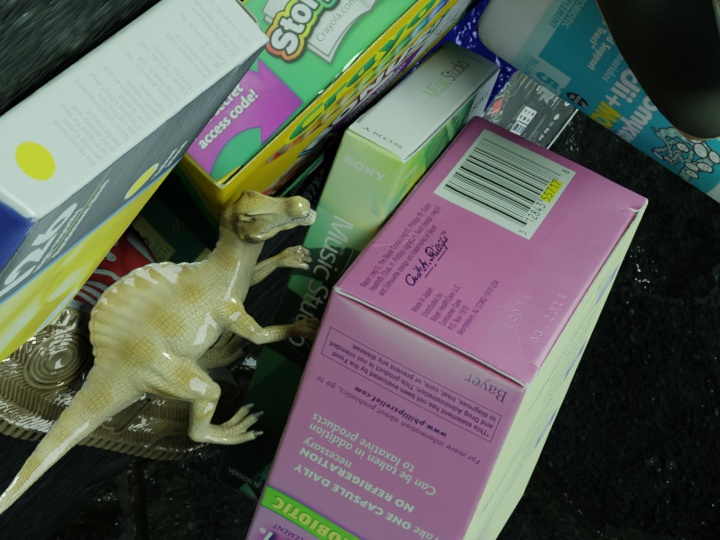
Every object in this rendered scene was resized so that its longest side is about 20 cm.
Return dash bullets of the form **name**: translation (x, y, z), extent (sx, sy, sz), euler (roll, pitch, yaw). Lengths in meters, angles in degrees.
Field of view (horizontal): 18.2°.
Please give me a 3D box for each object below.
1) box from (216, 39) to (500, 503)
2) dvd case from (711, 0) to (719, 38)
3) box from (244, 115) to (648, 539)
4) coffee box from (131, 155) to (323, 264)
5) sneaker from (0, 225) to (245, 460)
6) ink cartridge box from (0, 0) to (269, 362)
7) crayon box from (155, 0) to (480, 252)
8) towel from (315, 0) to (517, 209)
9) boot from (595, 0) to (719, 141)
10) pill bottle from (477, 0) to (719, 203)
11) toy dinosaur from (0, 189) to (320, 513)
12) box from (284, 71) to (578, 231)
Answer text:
- **box**: translation (0.000, 0.000, 1.088), extent (0.144, 0.036, 0.201), euler (-47, 160, -59)
- **dvd case**: translation (0.171, -0.176, 0.922), extent (0.017, 0.201, 0.142), euler (-14, 177, 38)
- **box**: translation (0.035, 0.061, 1.054), extent (0.176, 0.096, 0.201), euler (-51, 163, -52)
- **coffee box**: translation (-0.041, -0.075, 1.233), extent (0.123, 0.044, 0.200), euler (-46, 178, 39)
- **sneaker**: translation (-0.140, 0.019, 1.037), extent (0.071, 0.113, 0.200), euler (-42, 149, 13)
- **ink cartridge box**: translation (-0.139, 0.002, 0.799), extent (0.198, 0.047, 0.200), euler (-45, -179, 43)
- **crayon box**: translation (-0.010, -0.105, 1.004), extent (0.200, 0.058, 0.173), euler (-45, 178, -9)
- **towel**: translation (0.043, -0.111, 1.202), extent (0.200, 0.049, 0.148), euler (-56, 163, -25)
- **boot**: translation (0.091, -0.132, 0.882), extent (0.077, 0.201, 0.138), euler (-16, -169, 34)
- **pill bottle**: translation (0.164, -0.104, 1.077), extent (0.111, 0.199, 0.111), euler (-57, 180, -1)
- **toy dinosaur**: translation (-0.084, 0.035, 0.980), extent (0.200, 0.058, 0.101), euler (-47, 137, 14)
- **box**: translation (0.058, -0.095, 1.436), extent (0.159, 0.049, 0.200), euler (20, 111, -52)
